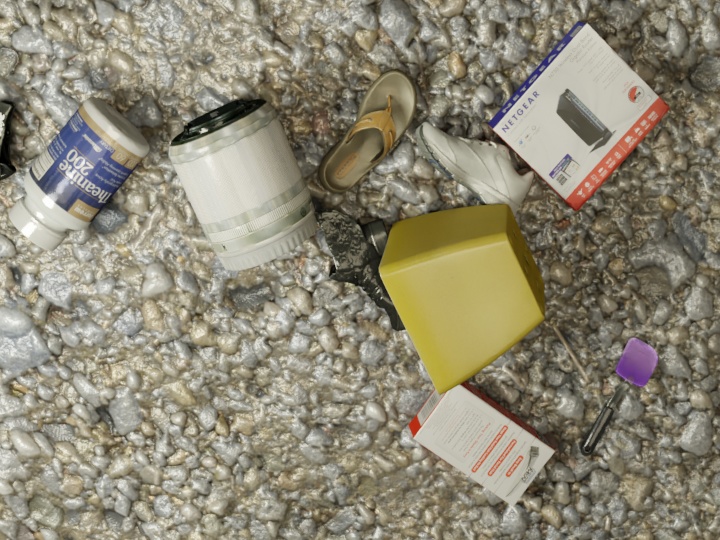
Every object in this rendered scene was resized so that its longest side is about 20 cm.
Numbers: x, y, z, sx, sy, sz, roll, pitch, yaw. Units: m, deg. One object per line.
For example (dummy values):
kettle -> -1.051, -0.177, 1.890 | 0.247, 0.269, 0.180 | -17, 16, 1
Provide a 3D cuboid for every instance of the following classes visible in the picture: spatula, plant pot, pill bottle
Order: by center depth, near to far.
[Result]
pill bottle -> -0.392, -0.129, 1.650 | 0.111, 0.111, 0.200 | 39, 98, -14
plant pot -> 0.155, 0.019, 1.676 | 0.174, 0.200, 0.202 | -22, 107, 16
spatula -> 0.396, 0.202, 1.860 | 0.056, 0.021, 0.202 | 27, 103, 1

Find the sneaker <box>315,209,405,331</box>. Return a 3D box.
sneaker -> 0.000, 0.001, 1.752 | 0.102, 0.060, 0.203 | -14, 101, -3

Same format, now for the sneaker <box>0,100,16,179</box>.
sneaker -> -0.527, -0.133, 1.655 | 0.102, 0.060, 0.204 | 2, 101, -1

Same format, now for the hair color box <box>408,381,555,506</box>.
hair color box -> 0.185, 0.256, 1.834 | 0.199, 0.064, 0.112 | 35, 98, -12

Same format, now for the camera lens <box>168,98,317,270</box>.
camera lens -> -0.161, -0.123, 1.649 | 0.158, 0.160, 0.203 | -23, 106, 1

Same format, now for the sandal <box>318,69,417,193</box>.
sandal -> 0.014, -0.191, 1.702 | 0.080, 0.054, 0.201 | 36, 99, -13

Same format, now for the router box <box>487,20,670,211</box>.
router box -> 0.313, -0.221, 1.725 | 0.179, 0.049, 0.200 | 40, 98, -14

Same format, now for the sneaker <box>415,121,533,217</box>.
sneaker -> 0.163, -0.158, 1.723 | 0.199, 0.075, 0.088 | 34, 94, -22
